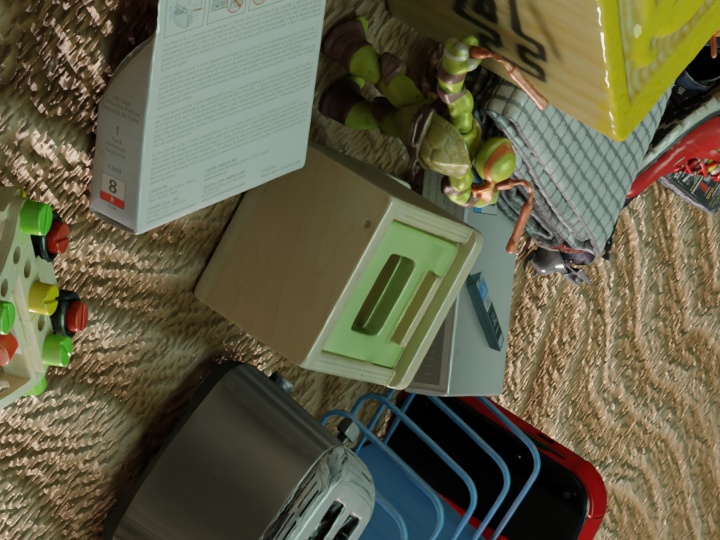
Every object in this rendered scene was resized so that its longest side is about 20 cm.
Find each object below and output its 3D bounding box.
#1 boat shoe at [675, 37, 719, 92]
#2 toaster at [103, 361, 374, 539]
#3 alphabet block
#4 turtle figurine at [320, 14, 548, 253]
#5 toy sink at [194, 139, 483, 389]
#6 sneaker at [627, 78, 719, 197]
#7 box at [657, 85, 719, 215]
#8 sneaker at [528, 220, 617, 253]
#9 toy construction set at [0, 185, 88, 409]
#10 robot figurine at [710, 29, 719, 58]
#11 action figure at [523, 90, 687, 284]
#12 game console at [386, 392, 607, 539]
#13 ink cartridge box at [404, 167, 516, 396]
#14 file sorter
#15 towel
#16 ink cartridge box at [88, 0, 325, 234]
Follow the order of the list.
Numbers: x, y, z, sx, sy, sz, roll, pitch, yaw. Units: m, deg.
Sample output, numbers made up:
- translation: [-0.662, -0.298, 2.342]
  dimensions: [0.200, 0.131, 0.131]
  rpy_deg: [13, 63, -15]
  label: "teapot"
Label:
- translation: [0.272, -0.177, 1.821]
  dimensions: [0.200, 0.093, 0.075]
  rpy_deg: [3, 115, -60]
  label: "boat shoe"
- translation: [-0.084, 0.173, 1.516]
  dimensions: [0.200, 0.129, 0.114]
  rpy_deg: [-54, 152, -9]
  label: "toaster"
- translation: [0.136, -0.240, 1.403]
  dimensions: [0.196, 0.200, 0.197]
  rpy_deg: [-50, 152, -17]
  label: "alphabet block"
- translation: [0.046, -0.091, 1.446]
  dimensions: [0.064, 0.161, 0.200]
  rpy_deg: [-47, 151, -22]
  label: "turtle figurine"
- translation: [0.000, 0.000, 1.517]
  dimensions: [0.131, 0.112, 0.200]
  rpy_deg: [-61, 153, 5]
  label: "toy sink"
- translation: [0.289, -0.102, 1.785]
  dimensions: [0.200, 0.085, 0.077]
  rpy_deg: [-30, -173, -27]
  label: "sneaker"
- translation: [0.338, -0.162, 1.998]
  dimensions: [0.201, 0.050, 0.158]
  rpy_deg: [-60, 154, 3]
  label: "box"
- translation: [0.169, -0.114, 1.751]
  dimensions: [0.108, 0.067, 0.203]
  rpy_deg: [168, -74, -75]
  label: "sneaker"
- translation: [-0.211, 0.030, 1.208]
  dimensions: [0.201, 0.092, 0.131]
  rpy_deg: [104, 6, -46]
  label: "toy construction set"
- translation: [0.288, -0.268, 1.707]
  dimensions: [0.201, 0.116, 0.144]
  rpy_deg: [-62, 146, -18]
  label: "robot figurine"
- translation: [0.214, -0.065, 1.871]
  dimensions: [0.200, 0.069, 0.130]
  rpy_deg: [-43, 158, -4]
  label: "action figure"
- translation: [0.096, 0.199, 1.789]
  dimensions: [0.031, 0.200, 0.178]
  rpy_deg: [-12, 128, -54]
  label: "game console"
- translation: [0.099, -0.005, 1.681]
  dimensions: [0.176, 0.045, 0.201]
  rpy_deg: [4, 92, -61]
  label: "ink cartridge box"
- translation: [0.026, 0.172, 1.684]
  dimensions: [0.200, 0.139, 0.123]
  rpy_deg: [-20, 147, -51]
  label: "file sorter"
- translation: [0.144, -0.128, 1.601]
  dimensions: [0.166, 0.085, 0.200]
  rpy_deg: [-63, 143, -15]
  label: "towel"
- translation: [-0.089, -0.137, 1.311]
  dimensions: [0.162, 0.050, 0.201]
  rpy_deg: [-26, 130, -47]
  label: "ink cartridge box"
